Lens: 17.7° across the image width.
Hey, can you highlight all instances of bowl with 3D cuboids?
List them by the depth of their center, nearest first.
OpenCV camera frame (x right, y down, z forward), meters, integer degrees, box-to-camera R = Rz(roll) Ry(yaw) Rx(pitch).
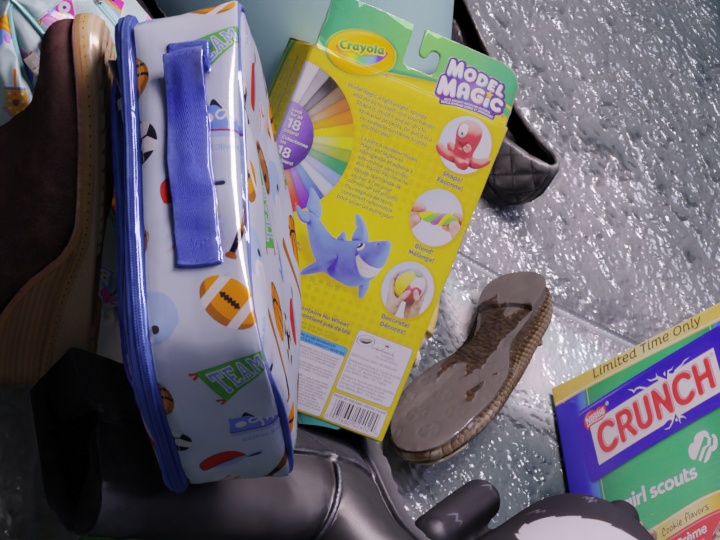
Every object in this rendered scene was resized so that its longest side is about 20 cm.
[{"bbox_3d":[-0.030,-0.124,1.244,0.200,0.200,0.106,-14,90,-49],"label":"bowl"}]

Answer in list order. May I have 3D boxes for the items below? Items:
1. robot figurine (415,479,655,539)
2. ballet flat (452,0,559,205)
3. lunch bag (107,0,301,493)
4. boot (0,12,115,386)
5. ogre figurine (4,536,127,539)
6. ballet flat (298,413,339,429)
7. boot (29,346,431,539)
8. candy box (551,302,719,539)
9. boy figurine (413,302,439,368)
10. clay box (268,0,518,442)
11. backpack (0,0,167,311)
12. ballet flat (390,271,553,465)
[{"bbox_3d":[0.106,0.201,1.317,0.199,0.149,0.126,-24,122,-51],"label":"robot figurine"},{"bbox_3d":[0.081,-0.139,1.577,0.066,0.057,0.201,-14,75,-50],"label":"ballet flat"},{"bbox_3d":[-0.071,-0.015,1.023,0.161,0.075,0.201,78,4,-61],"label":"lunch bag"},{"bbox_3d":[-0.199,-0.034,1.077,0.165,0.201,0.073,8,29,-3],"label":"boot"},{"bbox_3d":[-0.133,0.201,1.057,0.119,0.099,0.200,-20,45,-17],"label":"ogre figurine"},{"bbox_3d":[-0.005,0.028,1.374,0.064,0.075,0.201,58,28,-57],"label":"ballet flat"},{"bbox_3d":[-0.052,0.123,1.095,0.199,0.066,0.165,22,25,-44],"label":"boot"},{"bbox_3d":[0.217,0.137,1.442,0.077,0.169,0.201,23,49,-39],"label":"candy box"},{"bbox_3d":[0.000,0.000,1.301,0.124,0.064,0.200,45,82,-10],"label":"boy figurine"},{"bbox_3d":[-0.007,-0.028,1.161,0.114,0.048,0.201,21,92,-20],"label":"clay box"},{"bbox_3d":[-0.153,-0.080,1.178,0.127,0.167,0.201,-42,102,-32],"label":"backpack"},{"bbox_3d":[0.075,0.067,1.438,0.200,0.067,0.047,-54,138,-52],"label":"ballet flat"}]
